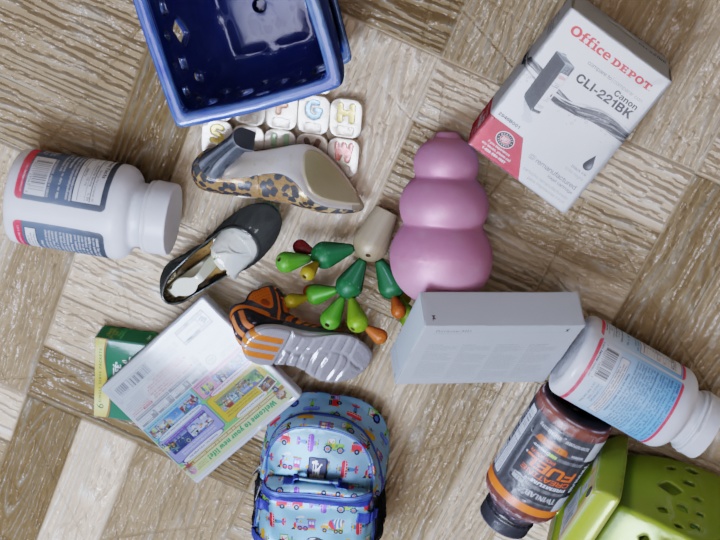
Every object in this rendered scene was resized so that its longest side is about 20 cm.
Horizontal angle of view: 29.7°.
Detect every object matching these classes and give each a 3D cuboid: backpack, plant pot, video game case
[{"bbox_3d":[-0.050,0.266,1.775,0.182,0.135,0.201,9,111,4],"label":"backpack"},{"bbox_3d":[-0.123,-0.289,1.525,0.199,0.180,0.201,-13,104,14],"label":"plant pot"},{"bbox_3d":[0.341,0.340,1.712,0.181,0.200,0.199,29,114,3],"label":"plant pot"},{"bbox_3d":[-0.207,0.155,1.765,0.200,0.022,0.182,-41,100,19],"label":"video game case"}]

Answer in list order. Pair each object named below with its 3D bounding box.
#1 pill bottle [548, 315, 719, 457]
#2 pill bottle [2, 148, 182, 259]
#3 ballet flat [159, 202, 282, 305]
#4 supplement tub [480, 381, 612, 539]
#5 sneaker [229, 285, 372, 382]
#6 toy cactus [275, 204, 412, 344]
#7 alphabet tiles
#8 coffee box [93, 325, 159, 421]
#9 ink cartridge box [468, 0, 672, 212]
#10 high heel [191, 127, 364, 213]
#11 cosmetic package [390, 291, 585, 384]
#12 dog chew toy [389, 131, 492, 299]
[{"bbox_3d":[0.342,0.147,1.675,0.199,0.109,0.109,30,114,-4],"label":"pill bottle"},{"bbox_3d":[-0.328,-0.078,1.683,0.199,0.120,0.120,10,113,5],"label":"pill bottle"},{"bbox_3d":[-0.177,-0.011,1.699,0.200,0.068,0.068,-35,109,29],"label":"ballet flat"},{"bbox_3d":[0.230,0.247,1.736,0.107,0.107,0.200,27,114,-3],"label":"supplement tub"},{"bbox_3d":[-0.079,0.073,1.731,0.199,0.112,0.078,19,116,-37],"label":"sneaker"},{"bbox_3d":[0.000,0.000,1.692,0.199,0.102,0.166,27,95,0],"label":"toy cactus"},{"bbox_3d":[-0.097,-0.174,1.664,0.199,0.015,0.196,9,113,6],"label":"alphabet tiles"},{"bbox_3d":[-0.254,0.148,1.805,0.199,0.044,0.123,9,113,5],"label":"coffee box"},{"bbox_3d":[0.241,-0.192,1.564,0.144,0.084,0.200,35,113,-5],"label":"ink cartridge box"},{"bbox_3d":[-0.105,-0.105,1.674,0.199,0.072,0.142,26,151,-24],"label":"high heel"},{"bbox_3d":[0.150,0.082,1.637,0.199,0.052,0.151,1,151,-15],"label":"cosmetic package"},{"bbox_3d":[0.099,-0.065,1.623,0.124,0.125,0.201,4,95,8],"label":"dog chew toy"}]
